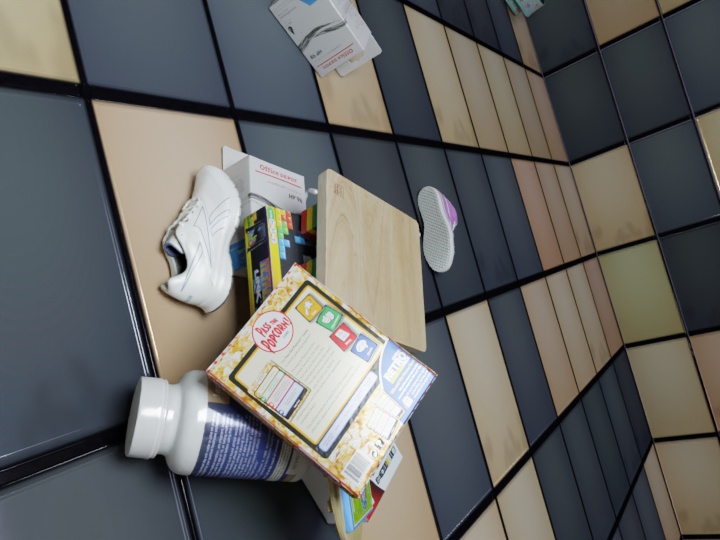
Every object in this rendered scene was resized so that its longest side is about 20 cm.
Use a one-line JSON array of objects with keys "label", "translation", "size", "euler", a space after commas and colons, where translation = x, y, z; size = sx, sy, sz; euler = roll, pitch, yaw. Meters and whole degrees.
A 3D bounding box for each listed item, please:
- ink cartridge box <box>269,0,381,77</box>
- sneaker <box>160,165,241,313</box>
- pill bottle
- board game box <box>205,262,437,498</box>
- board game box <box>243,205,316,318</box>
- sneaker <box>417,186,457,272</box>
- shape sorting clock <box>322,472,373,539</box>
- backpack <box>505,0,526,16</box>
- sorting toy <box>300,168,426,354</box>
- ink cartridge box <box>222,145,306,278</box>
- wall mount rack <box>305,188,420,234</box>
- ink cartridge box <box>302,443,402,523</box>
[{"label": "ink cartridge box", "translation": [-0.061, -0.453, 1.106], "size": [0.200, 0.114, 0.068], "euler": [47, 41, -30]}, {"label": "sneaker", "translation": [-0.209, -0.051, 0.764], "size": [0.086, 0.074, 0.204], "euler": [20, 59, -43]}, {"label": "pill bottle", "translation": [-0.155, 0.174, 0.664], "size": [0.196, 0.111, 0.113], "euler": [13, 62, -25]}, {"label": "board game box", "translation": [-0.040, 0.114, 0.626], "size": [0.199, 0.046, 0.152], "euler": [38, 69, 5]}, {"label": "board game box", "translation": [-0.073, 0.029, 0.800], "size": [0.163, 0.056, 0.205], "euler": [10, 66, -46]}, {"label": "sneaker", "translation": [0.194, -0.085, 1.337], "size": [0.113, 0.072, 0.205], "euler": [23, 58, -51]}, {"label": "shape sorting clock", "translation": [-0.023, 0.232, 0.716], "size": [0.200, 0.038, 0.205], "euler": [-12, 91, -81]}, {"label": "backpack", "translation": [0.664, -1.136, 2.381], "size": [0.175, 0.152, 0.203], "euler": [38, 37, -35]}, {"label": "sorting toy", "translation": [0.000, 0.000, 0.801], "size": [0.197, 0.069, 0.204], "euler": [24, 56, -43]}, {"label": "ink cartridge box", "translation": [-0.141, -0.091, 0.875], "size": [0.115, 0.067, 0.205], "euler": [14, 64, -50]}, {"label": "wall mount rack", "translation": [-0.007, -0.072, 0.969], "size": [0.198, 0.172, 0.076], "euler": [18, 98, -51]}, {"label": "ink cartridge box", "translation": [-0.026, 0.232, 0.876], "size": [0.203, 0.083, 0.176], "euler": [62, 36, -13]}]
